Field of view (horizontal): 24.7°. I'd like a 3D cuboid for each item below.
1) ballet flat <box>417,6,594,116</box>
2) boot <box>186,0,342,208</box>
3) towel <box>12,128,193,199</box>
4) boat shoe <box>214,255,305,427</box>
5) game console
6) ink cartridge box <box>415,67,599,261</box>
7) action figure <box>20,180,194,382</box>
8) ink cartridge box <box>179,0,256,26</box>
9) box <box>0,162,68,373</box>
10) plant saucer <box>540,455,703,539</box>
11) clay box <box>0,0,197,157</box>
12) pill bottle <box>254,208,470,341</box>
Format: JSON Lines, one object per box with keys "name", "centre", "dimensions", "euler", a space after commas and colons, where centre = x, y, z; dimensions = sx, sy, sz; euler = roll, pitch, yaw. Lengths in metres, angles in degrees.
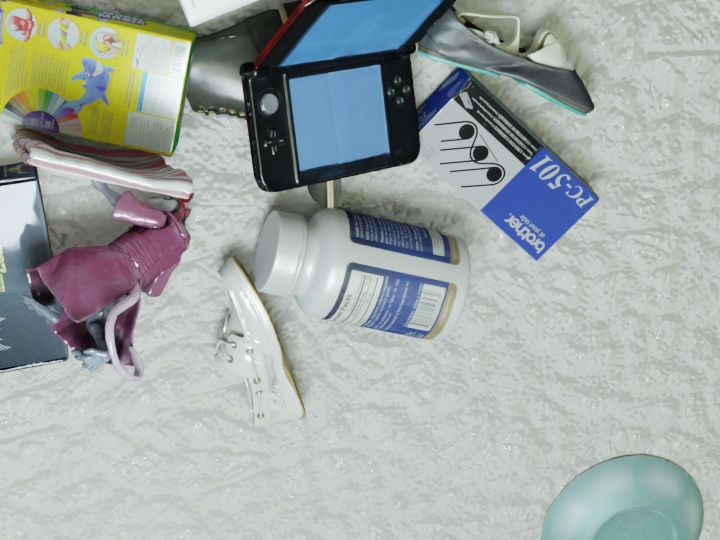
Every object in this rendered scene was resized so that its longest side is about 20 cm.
{"name": "ballet flat", "centre": [0.152, -0.212, 1.601], "dimensions": [0.199, 0.073, 0.073], "euler": [18, 109, -18]}
{"name": "boot", "centre": [-0.097, -0.146, 1.577], "dimensions": [0.138, 0.077, 0.201], "euler": [-14, 104, -2]}
{"name": "towel", "centre": [-0.237, -0.101, 1.489], "dimensions": [0.146, 0.200, 0.030], "euler": [10, 96, -17]}
{"name": "boat shoe", "centre": [-0.115, 0.081, 1.671], "dimensions": [0.069, 0.071, 0.201], "euler": [-21, 119, -5]}
{"name": "game console", "centre": [0.004, -0.168, 1.492], "dimensions": [0.199, 0.118, 0.173], "euler": [-14, 102, -39]}
{"name": "ink cartridge box", "centre": [0.140, -0.107, 1.659], "dimensions": [0.094, 0.044, 0.200], "euler": [-45, 116, 11]}
{"name": "action figure", "centre": [-0.220, -0.011, 1.561], "dimensions": [0.200, 0.149, 0.134], "euler": [-45, 131, -27]}
{"name": "ink cartridge box", "centre": [-0.080, -0.306, 1.458], "dimensions": [0.199, 0.146, 0.084], "euler": [-22, 116, -3]}
{"name": "box", "centre": [-0.375, 0.004, 1.586], "dimensions": [0.157, 0.051, 0.201], "euler": [-9, 116, -10]}
{"name": "plant saucer", "centre": [0.308, 0.309, 1.894], "dimensions": [0.200, 0.039, 0.202], "euler": [-5, 116, -10]}
{"name": "clay box", "centre": [-0.259, -0.183, 1.512], "dimensions": [0.199, 0.048, 0.115], "euler": [13, 112, -2]}
{"name": "pill bottle", "centre": [0.000, 0.000, 1.638], "dimensions": [0.199, 0.111, 0.111], "euler": [12, 111, -18]}
